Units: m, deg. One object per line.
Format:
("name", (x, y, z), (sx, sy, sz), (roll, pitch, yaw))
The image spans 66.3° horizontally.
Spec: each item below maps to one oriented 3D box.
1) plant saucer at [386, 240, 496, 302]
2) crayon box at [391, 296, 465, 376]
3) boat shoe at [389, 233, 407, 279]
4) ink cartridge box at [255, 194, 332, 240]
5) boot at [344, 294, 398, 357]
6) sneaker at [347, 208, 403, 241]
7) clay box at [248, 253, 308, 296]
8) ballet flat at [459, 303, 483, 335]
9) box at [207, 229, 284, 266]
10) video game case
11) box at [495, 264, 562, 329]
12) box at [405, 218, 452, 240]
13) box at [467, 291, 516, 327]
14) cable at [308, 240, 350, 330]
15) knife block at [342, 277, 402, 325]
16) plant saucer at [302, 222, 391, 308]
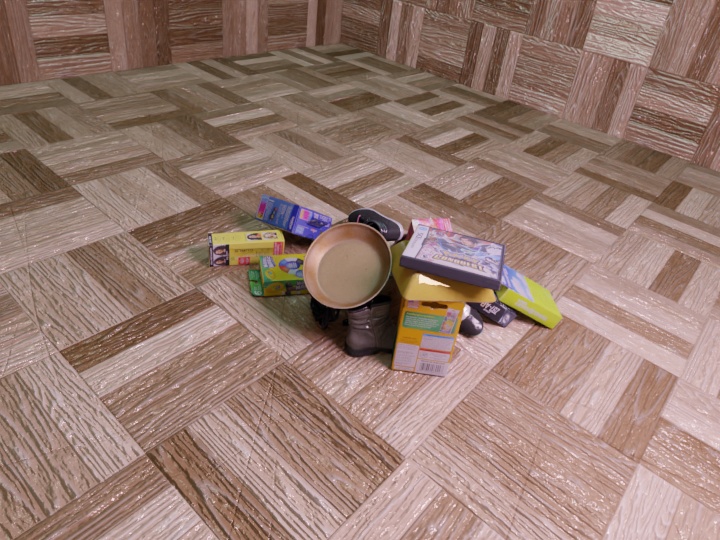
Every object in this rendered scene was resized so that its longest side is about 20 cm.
("plant saucer", (0.163, -0.008, 1.134), (0.192, 0.050, 0.202), (3, 27, -12))
("crayon box", (0.137, 0.123, 1.140), (0.121, 0.205, 0.052), (8, 36, -1))
("boat shoe", (0.097, -0.033, 1.495), (0.070, 0.061, 0.201), (18, 35, 15))
("ink cartridge box", (-0.171, -0.137, 1.499), (0.197, 0.079, 0.135), (23, 6, 39))
("boot", (0.057, 0.113, 1.203), (0.193, 0.134, 0.068), (-8, 36, -23))
("sneaker", (0.018, -0.128, 1.530), (0.196, 0.073, 0.097), (23, 19, 38))
("clay box", (-0.180, 0.008, 1.384), (0.193, 0.049, 0.116), (-3, 35, -18))
("ballet flat", (0.221, 0.083, 1.339), (0.068, 0.069, 0.200), (-43, 41, 0))
("box", (-0.297, -0.058, 1.431), (0.193, 0.077, 0.051), (-4, 42, -20))
("video game case", (0.189, -0.032, 1.103), (0.193, 0.026, 0.181), (14, 27, 12))
("box", (0.402, 0.056, 1.377), (0.196, 0.048, 0.123), (27, 29, -17))
("box", (0.172, -0.011, 1.283), (0.099, 0.096, 0.206), (-2, 60, -10))
("box", (0.298, 0.031, 1.390), (0.157, 0.044, 0.203), (30, 27, -25))
("cable", (-0.078, 0.034, 1.266), (0.050, 0.208, 0.161), (17, -17, -30))
("knife block", (0.040, 0.081, 1.302), (0.198, 0.171, 0.066), (16, 54, -61))
("plant saucer", (-0.027, -0.006, 1.176), (0.192, 0.036, 0.207), (-5, 62, 9))
